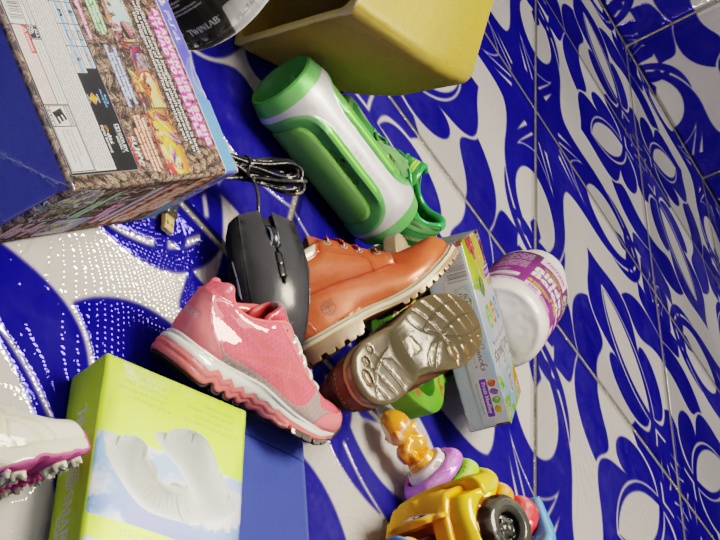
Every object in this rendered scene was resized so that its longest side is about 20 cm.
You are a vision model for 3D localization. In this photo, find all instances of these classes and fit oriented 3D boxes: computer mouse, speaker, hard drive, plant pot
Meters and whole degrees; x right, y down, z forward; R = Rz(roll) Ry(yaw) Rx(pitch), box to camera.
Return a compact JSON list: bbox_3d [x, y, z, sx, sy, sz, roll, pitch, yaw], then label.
[{"bbox_3d":[-0.100,-0.015,0.931,0.140,0.046,0.201,11,71,-31],"label":"computer mouse"},{"bbox_3d":[-0.024,-0.121,1.144,0.200,0.088,0.089,51,30,-28],"label":"speaker"},{"bbox_3d":[-0.084,0.205,0.834,0.132,0.025,0.201,36,39,-46],"label":"hard drive"},{"bbox_3d":[0.026,-0.284,1.149,0.200,0.194,0.196,28,71,-38],"label":"plant pot"}]

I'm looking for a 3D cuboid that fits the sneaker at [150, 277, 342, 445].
[{"bbox_3d":[-0.068,0.073,0.877,0.200,0.074,0.087,37,79,-44],"label":"sneaker"}]

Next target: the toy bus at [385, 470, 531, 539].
[{"bbox_3d":[0.057,0.287,0.937,0.192,0.136,0.201,-2,68,-45],"label":"toy bus"}]

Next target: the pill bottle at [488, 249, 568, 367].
[{"bbox_3d":[0.198,0.039,1.394,0.113,0.112,0.200,63,27,-6],"label":"pill bottle"}]

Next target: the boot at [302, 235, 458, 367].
[{"bbox_3d":[0.000,0.000,1.031,0.200,0.075,0.107,-29,83,-29],"label":"boot"}]

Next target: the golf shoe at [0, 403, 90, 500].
[{"bbox_3d":[-0.230,0.085,0.613,0.200,0.075,0.092,7,59,-61],"label":"golf shoe"}]

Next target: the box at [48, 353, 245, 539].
[{"bbox_3d":[-0.138,0.165,0.722,0.122,0.048,0.201,28,43,-34],"label":"box"}]

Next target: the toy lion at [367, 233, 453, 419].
[{"bbox_3d":[0.054,0.066,1.175,0.192,0.068,0.201,45,32,-49],"label":"toy lion"}]

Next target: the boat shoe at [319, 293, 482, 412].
[{"bbox_3d":[0.037,0.074,1.009,0.200,0.067,0.072,-24,87,-49],"label":"boat shoe"}]

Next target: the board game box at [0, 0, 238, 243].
[{"bbox_3d":[-0.203,-0.118,0.797,0.200,0.097,0.160,-17,84,-64],"label":"board game box"}]

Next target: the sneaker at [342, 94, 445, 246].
[{"bbox_3d":[0.031,-0.116,1.244,0.200,0.083,0.074,57,28,-16],"label":"sneaker"}]

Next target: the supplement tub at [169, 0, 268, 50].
[{"bbox_3d":[-0.172,-0.304,0.981,0.200,0.122,0.123,49,31,-32],"label":"supplement tub"}]

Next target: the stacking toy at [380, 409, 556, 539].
[{"bbox_3d":[0.085,0.212,1.075,0.200,0.110,0.116,48,8,-8],"label":"stacking toy"}]

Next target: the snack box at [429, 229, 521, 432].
[{"bbox_3d":[0.125,0.062,1.235,0.142,0.053,0.201,-30,105,-74],"label":"snack box"}]

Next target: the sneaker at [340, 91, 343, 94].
[{"bbox_3d":[-0.055,-0.294,1.261,0.201,0.070,0.080,71,21,-8],"label":"sneaker"}]
